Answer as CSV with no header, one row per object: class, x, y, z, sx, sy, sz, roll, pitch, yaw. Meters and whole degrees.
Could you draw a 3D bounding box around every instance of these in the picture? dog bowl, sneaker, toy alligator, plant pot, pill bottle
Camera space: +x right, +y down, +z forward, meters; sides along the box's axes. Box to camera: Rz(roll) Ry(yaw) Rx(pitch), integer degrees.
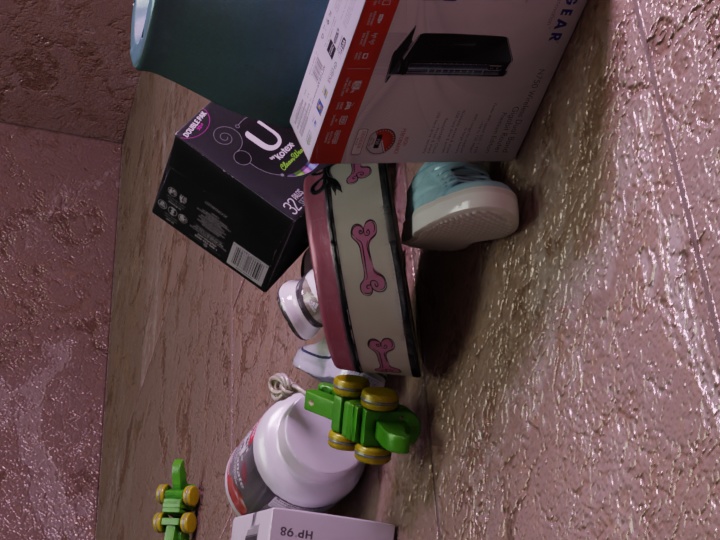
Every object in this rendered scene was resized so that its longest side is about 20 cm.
dog bowl,0.001,-0.003,1.327,0.200,0.073,0.201,-10,-90,-88
sneaker,0.073,-0.065,1.238,0.200,0.074,0.082,164,110,-74
toy alligator,-0.005,0.121,1.360,0.200,0.054,0.060,19,106,53
sneaker,0.000,0.000,1.518,0.076,0.115,0.201,60,-161,-9
sneaker,-0.008,0.080,1.498,0.071,0.073,0.200,-62,16,-8
toy alligator,-0.268,0.380,2.303,0.054,0.059,0.201,30,-119,-60
plant pot,-0.080,-0.211,1.235,0.200,0.187,0.201,-173,90,-74
pill bottle,-0.058,0.182,1.511,0.200,0.110,0.111,129,147,-62

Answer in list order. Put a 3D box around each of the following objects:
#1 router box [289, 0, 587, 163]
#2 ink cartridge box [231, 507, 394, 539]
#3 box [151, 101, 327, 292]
router box,0.061,-0.168,1.131,0.049,0.179,0.200,64,146,39
ink cartridge box,-0.041,0.254,1.396,0.200,0.115,0.067,146,133,-69
box,-0.083,-0.109,1.557,0.200,0.148,0.124,-49,-9,-39
